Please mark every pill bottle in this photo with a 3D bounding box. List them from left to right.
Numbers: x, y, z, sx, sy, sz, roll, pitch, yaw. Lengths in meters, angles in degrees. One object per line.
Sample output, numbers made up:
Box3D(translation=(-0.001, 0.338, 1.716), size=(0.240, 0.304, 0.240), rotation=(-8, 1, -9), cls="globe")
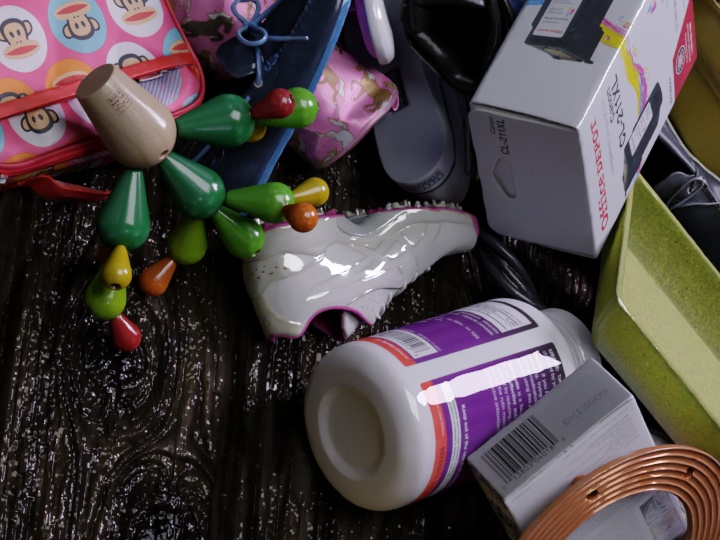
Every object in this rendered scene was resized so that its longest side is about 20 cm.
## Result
Box3D(translation=(0.067, 0.084, 1.626), size=(0.200, 0.112, 0.113), rotation=(-15, 77, -40), cls="pill bottle")

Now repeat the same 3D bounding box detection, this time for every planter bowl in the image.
Box3D(translation=(0.279, -0.113, 1.876), size=(0.201, 0.083, 0.200), rotation=(58, 6, -9), cls="planter bowl")

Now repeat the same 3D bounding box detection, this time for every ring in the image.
Box3D(translation=(0.162, 0.194, 1.609), size=(0.200, 0.201, 0.019), rotation=(-4, 35, -38), cls="ring")

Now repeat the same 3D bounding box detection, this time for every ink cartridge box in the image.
Box3D(translation=(0.158, -0.131, 1.693), size=(0.083, 0.146, 0.200), rotation=(16, 58, 22), cls="ink cartridge box")
Box3D(translation=(0.152, 0.159, 1.625), size=(0.109, 0.200, 0.050), rotation=(-38, 49, -8), cls="ink cartridge box")

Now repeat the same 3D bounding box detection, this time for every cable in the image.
Box3D(translation=(0.153, 0.002, 1.773), size=(0.163, 0.051, 0.200), rotation=(-32, 88, -42), cls="cable")

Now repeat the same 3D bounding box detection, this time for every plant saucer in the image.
Box3D(translation=(0.227, 0.053, 1.723), size=(0.200, 0.048, 0.200), rotation=(49, 26, -17), cls="plant saucer")

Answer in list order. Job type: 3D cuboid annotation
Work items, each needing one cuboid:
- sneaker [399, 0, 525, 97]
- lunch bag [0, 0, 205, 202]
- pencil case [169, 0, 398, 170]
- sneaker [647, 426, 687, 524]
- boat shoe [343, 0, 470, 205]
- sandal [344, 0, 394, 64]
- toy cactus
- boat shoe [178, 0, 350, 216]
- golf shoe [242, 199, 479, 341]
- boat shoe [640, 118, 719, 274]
Box3D(translation=(0.065, -0.214, 1.699), size=(0.111, 0.077, 0.201), rotation=(-14, 87, -70), cls="sneaker")
Box3D(translation=(-0.203, -0.125, 1.559), size=(0.200, 0.082, 0.177), rotation=(-22, 86, -40), cls="lunch bag")
Box3D(translation=(-0.066, -0.160, 1.673), size=(0.200, 0.086, 0.083), rotation=(46, 15, -9), cls="pencil case")
Box3D(translation=(0.211, 0.173, 1.714), size=(0.200, 0.074, 0.089), rotation=(25, 53, -24), cls="sneaker")
Box3D(translation=(0.037, -0.134, 1.753), size=(0.065, 0.073, 0.201), rotation=(37, 41, -52), cls="boat shoe")
Box3D(translation=(-0.013, -0.205, 1.725), size=(0.203, 0.050, 0.083), rotation=(-105, 176, -54), cls="sandal")
Box3D(translation=(-0.115, -0.057, 1.521), size=(0.165, 0.200, 0.102), rotation=(48, 2, -30), cls="toy cactus")
Box3D(translation=(-0.065, -0.129, 1.596), size=(0.069, 0.084, 0.200), rotation=(24, 97, -11), cls="boat shoe")
Box3D(translation=(0.000, 0.000, 1.658), size=(0.200, 0.075, 0.092), rotation=(-7, 87, -36), cls="golf shoe")
Box3D(translation=(0.228, -0.059, 1.812), size=(0.200, 0.075, 0.062), rotation=(54, 32, -7), cls="boat shoe")
